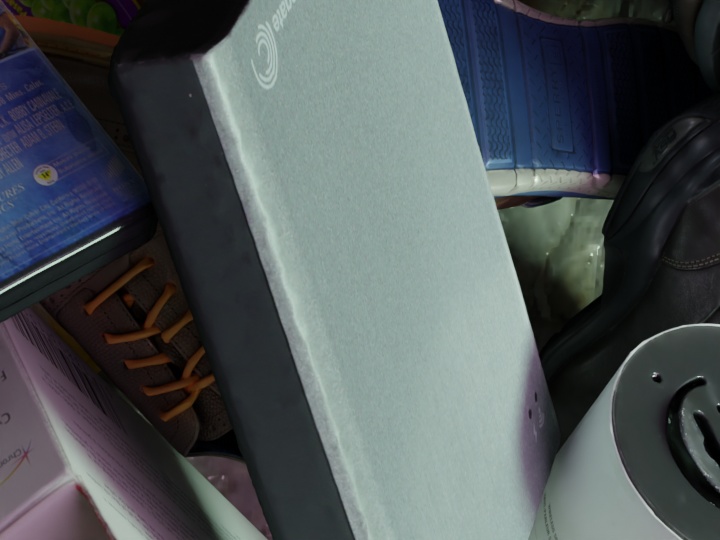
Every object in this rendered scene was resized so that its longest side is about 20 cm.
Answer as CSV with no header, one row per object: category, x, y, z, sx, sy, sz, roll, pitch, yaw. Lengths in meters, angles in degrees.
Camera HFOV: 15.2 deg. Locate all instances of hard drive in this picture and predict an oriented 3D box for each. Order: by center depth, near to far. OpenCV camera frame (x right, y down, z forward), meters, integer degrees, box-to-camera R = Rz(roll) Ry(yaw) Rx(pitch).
hard drive,0.000,0.000,0.672,0.140,0.033,0.201,-64,143,-53

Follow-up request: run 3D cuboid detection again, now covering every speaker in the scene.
speaker,0.072,0.101,0.801,0.081,0.081,0.200,-21,155,-33

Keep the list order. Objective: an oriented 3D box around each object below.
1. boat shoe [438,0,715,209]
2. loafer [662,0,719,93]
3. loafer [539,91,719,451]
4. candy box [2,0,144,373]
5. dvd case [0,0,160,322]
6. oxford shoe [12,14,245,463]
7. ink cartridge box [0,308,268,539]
boat shoe,0.021,-0.046,0.800,0.199,0.072,0.073,11,70,-41
loafer,0.125,-0.097,0.843,0.072,0.063,0.200,-54,161,16
loafer,0.102,0.033,0.836,0.072,0.072,0.200,-21,150,-23
candy box,-0.102,-0.068,0.736,0.102,0.026,0.200,-45,123,-18
dvd case,-0.159,-0.053,0.610,0.142,0.200,0.018,-30,160,-27
oxford shoe,-0.048,0.001,0.716,0.071,0.073,0.200,-37,131,24
ink cartridge box,-0.038,0.108,0.706,0.045,0.176,0.200,-37,136,3
